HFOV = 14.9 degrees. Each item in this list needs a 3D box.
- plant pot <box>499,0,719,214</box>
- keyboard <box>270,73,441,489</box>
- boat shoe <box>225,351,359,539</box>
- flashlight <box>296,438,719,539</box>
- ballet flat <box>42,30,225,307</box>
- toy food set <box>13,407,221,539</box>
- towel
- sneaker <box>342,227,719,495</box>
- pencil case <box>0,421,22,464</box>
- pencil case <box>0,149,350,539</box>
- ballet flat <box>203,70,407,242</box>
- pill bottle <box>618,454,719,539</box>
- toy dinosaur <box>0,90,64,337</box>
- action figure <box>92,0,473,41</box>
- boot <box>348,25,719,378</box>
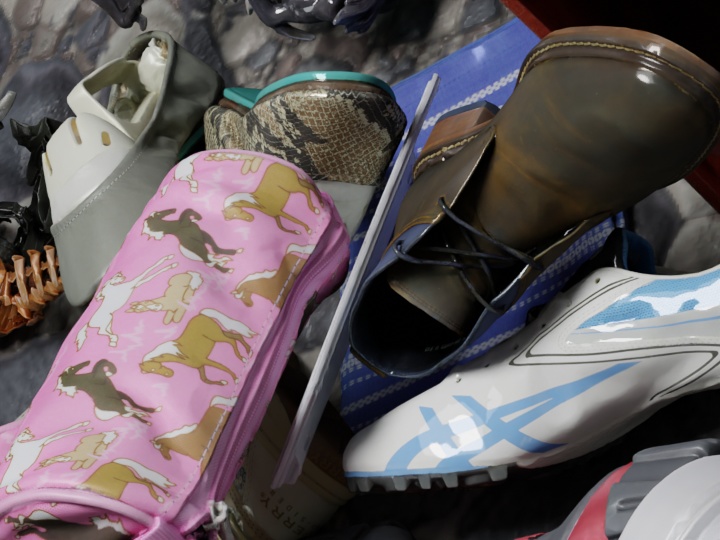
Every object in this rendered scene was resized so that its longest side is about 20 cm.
[{"bbox_3d":[0.131,-0.163,1.031,0.200,0.200,0.176,-46,25,6],"label":"plant pot"},{"bbox_3d":[0.000,0.000,1.061,0.200,0.011,0.056,-69,-5,-49],"label":"keyboard"},{"bbox_3d":[-0.061,0.050,1.125,0.063,0.073,0.200,-50,29,4],"label":"boat shoe"},{"bbox_3d":[0.054,0.105,0.985,0.199,0.067,0.068,-13,89,44],"label":"flashlight"},{"bbox_3d":[-0.109,-0.049,1.212,0.067,0.064,0.200,-42,13,25],"label":"ballet flat"},{"bbox_3d":[-0.125,0.135,1.140,0.143,0.060,0.200,-43,39,11],"label":"toy food set"},{"bbox_3d":[0.045,-0.016,1.120,0.144,0.024,0.201,-27,44,29],"label":"towel"},{"bbox_3d":[0.080,0.031,0.996,0.199,0.072,0.073,-24,79,20],"label":"sneaker"},{"bbox_3d":[-0.087,0.151,1.004,0.086,0.083,0.200,-42,66,10],"label":"pencil case"},{"bbox_3d":[-0.066,0.040,0.989,0.200,0.086,0.083,-68,4,-47],"label":"pencil case"},{"bbox_3d":[-0.026,-0.041,1.148,0.200,0.067,0.076,-174,90,-76],"label":"ballet flat"},{"bbox_3d":[0.167,0.123,0.815,0.200,0.112,0.113,21,76,51],"label":"pill bottle"},{"bbox_3d":[-0.179,-0.012,1.313,0.199,0.102,0.137,8,80,28],"label":"toy dinosaur"},{"bbox_3d":[-0.039,-0.159,1.229,0.199,0.102,0.119,2,39,28],"label":"action figure"},{"bbox_3d":[0.059,-0.017,0.954,0.097,0.075,0.200,-61,11,-20],"label":"boot"}]
